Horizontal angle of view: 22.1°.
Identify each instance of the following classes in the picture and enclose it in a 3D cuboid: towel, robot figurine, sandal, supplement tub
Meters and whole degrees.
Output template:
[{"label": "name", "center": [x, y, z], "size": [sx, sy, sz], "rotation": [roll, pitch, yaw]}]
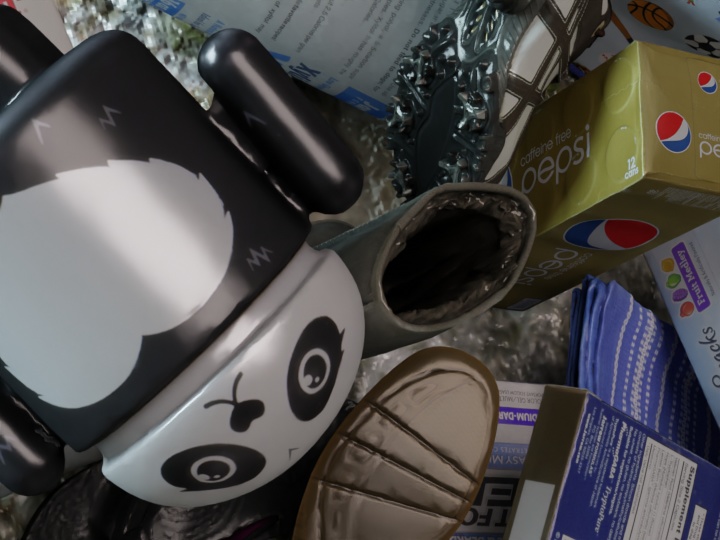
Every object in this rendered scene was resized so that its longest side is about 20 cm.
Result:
[{"label": "towel", "center": [0.168, 0.102, 0.935], "size": [0.200, 0.024, 0.146], "rotation": [30, 57, -38]}, {"label": "robot figurine", "center": [-0.089, -0.005, 0.674], "size": [0.200, 0.150, 0.125], "rotation": [47, 45, -6]}, {"label": "sandal", "center": [-0.070, 0.106, 0.857], "size": [0.200, 0.048, 0.076], "rotation": [-23, 85, -29]}, {"label": "supplement tub", "center": [-0.017, -0.161, 0.920], "size": [0.199, 0.132, 0.133], "rotation": [26, 65, -15]}]

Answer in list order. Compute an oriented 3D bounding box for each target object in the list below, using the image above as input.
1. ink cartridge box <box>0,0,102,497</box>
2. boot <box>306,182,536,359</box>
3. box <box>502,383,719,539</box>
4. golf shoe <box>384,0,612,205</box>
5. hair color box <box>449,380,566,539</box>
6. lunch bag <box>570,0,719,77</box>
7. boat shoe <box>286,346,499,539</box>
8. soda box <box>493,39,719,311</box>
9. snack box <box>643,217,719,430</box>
[{"label": "ink cartridge box", "center": [-0.182, -0.004, 0.786], "size": [0.147, 0.145, 0.201], "rotation": [-20, 83, -28]}, {"label": "boot", "center": [0.002, 0.001, 0.826], "size": [0.073, 0.200, 0.182], "rotation": [49, 46, -5]}, {"label": "box", "center": [0.137, 0.144, 0.859], "size": [0.199, 0.032, 0.122], "rotation": [29, 72, -40]}, {"label": "golf shoe", "center": [0.074, -0.101, 0.844], "size": [0.094, 0.201, 0.078], "rotation": [-10, 42, -34]}, {"label": "hair color box", "center": [0.072, 0.156, 0.899], "size": [0.109, 0.065, 0.201], "rotation": [6, 73, -24]}, {"label": "lunch bag", "center": [0.158, -0.185, 0.987], "size": [0.124, 0.170, 0.200], "rotation": [-39, 90, -27]}, {"label": "boat shoe", "center": [-0.003, 0.125, 0.845], "size": [0.073, 0.065, 0.201], "rotation": [31, 85, -3]}, {"label": "soda box", "center": [0.105, -0.040, 0.896], "size": [0.064, 0.200, 0.068], "rotation": [9, 70, -26]}, {"label": "snack box", "center": [0.226, 0.071, 0.931], "size": [0.142, 0.053, 0.201], "rotation": [26, 36, -43]}]
